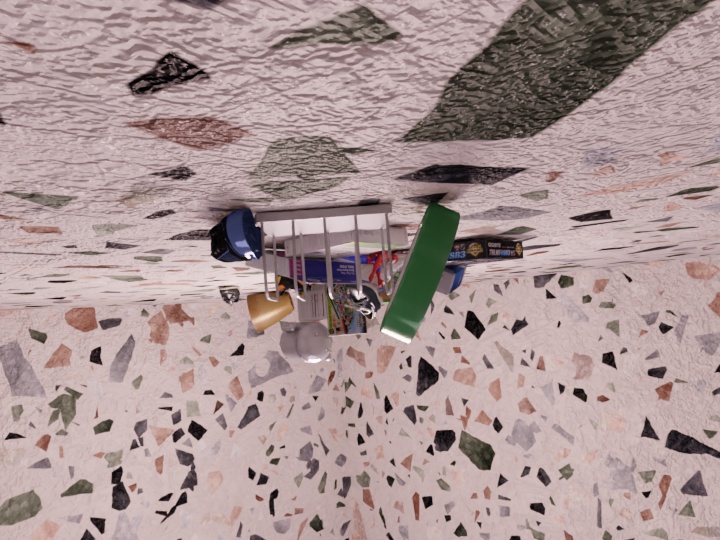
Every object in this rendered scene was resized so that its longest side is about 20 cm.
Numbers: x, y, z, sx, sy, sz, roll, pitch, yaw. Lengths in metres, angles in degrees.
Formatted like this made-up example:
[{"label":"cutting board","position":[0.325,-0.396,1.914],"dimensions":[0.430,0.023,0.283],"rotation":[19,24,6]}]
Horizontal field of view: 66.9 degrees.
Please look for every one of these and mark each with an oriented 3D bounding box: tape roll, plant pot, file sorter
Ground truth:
[{"label":"tape roll","position":[0.085,0.003,0.792],"dimensions":[0.047,0.204,0.200],"rotation":[22,176,3]},{"label":"plant pot","position":[-0.428,0.180,2.651],"dimensions":[0.196,0.190,0.186],"rotation":[-17,175,0]},{"label":"file sorter","position":[-0.050,-0.021,0.838],"dimensions":[0.195,0.127,0.139],"rotation":[-4,175,-1]}]

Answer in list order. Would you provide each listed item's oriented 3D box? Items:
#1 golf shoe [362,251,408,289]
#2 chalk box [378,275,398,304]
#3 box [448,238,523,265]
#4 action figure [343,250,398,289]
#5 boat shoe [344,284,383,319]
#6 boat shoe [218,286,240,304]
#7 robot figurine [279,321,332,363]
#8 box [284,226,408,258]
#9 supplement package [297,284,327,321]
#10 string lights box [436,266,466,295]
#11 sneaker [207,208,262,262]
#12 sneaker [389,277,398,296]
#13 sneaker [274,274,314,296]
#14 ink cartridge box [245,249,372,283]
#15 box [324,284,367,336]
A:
[{"label":"golf shoe","position":[0.066,0.001,1.405],"dimensions":[0.197,0.094,0.075],"rotation":[-9,172,30]},{"label":"chalk box","position":[0.060,0.034,1.571],"dimensions":[0.122,0.127,0.200],"rotation":[-3,175,-20]},{"label":"box","position":[0.265,-0.041,1.326],"dimensions":[0.197,0.051,0.197],"rotation":[-6,178,41]},{"label":"action figure","position":[0.000,0.000,1.322],"dimensions":[0.196,0.101,0.065],"rotation":[-6,177,-14]},{"label":"boat shoe","position":[0.005,0.074,1.374],"dimensions":[0.074,0.063,0.200],"rotation":[16,166,18]},{"label":"boat shoe","position":[-0.516,0.100,2.158],"dimensions":[0.073,0.068,0.199],"rotation":[-3,175,-7]},{"label":"robot figurine","position":[-0.156,0.205,1.564],"dimensions":[0.169,0.114,0.198],"rotation":[42,153,-27]},{"label":"box","position":[-0.028,-0.053,1.032],"dimensions":[0.198,0.037,0.143],"rotation":[-7,175,43]},{"label":"supplement package","position":[-0.137,0.072,1.646],"dimensions":[0.108,0.159,0.200],"rotation":[-3,175,-5]},{"label":"string lights box","position":[0.215,0.010,1.466],"dimensions":[0.101,0.060,0.199],"rotation":[20,-168,18]},{"label":"sneaker","position":[-0.187,-0.042,0.793],"dimensions":[0.076,0.072,0.200],"rotation":[-9,176,-5]},{"label":"sneaker","position":[0.131,0.066,1.449],"dimensions":[0.074,0.084,0.199],"rotation":[21,-167,26]},{"label":"sneaker","position":[-0.139,0.024,1.469],"dimensions":[0.196,0.092,0.070],"rotation":[-5,175,15]},{"label":"ink cartridge box","position":[-0.105,-0.010,1.135],"dimensions":[0.198,0.044,0.194],"rotation":[12,-173,42]},{"label":"box","position":[-0.042,0.075,1.505],"dimensions":[0.108,0.205,0.035],"rotation":[-5,175,2]}]
